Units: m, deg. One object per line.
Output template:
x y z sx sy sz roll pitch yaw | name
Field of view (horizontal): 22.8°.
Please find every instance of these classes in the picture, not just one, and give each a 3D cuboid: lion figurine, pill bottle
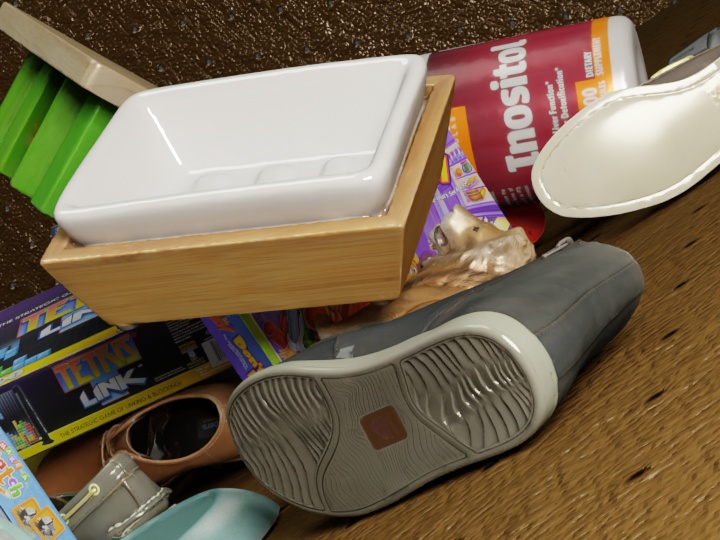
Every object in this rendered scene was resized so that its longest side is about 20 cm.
0.032 0.041 0.932 0.122 0.073 0.200 -20 23 16 | lion figurine
0.093 -0.097 1.195 0.199 0.114 0.113 -10 10 14 | pill bottle

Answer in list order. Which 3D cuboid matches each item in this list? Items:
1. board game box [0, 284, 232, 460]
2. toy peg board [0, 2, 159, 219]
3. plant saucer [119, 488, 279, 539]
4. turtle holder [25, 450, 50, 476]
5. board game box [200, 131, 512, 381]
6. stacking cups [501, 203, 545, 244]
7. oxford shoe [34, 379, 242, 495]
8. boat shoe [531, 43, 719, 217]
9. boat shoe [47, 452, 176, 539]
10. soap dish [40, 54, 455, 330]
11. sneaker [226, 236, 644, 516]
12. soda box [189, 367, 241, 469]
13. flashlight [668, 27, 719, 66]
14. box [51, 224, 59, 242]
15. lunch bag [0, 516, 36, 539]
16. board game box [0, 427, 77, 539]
-0.165 0.044 1.188 0.199 0.057 0.165 -24 20 1 | board game box
-0.146 -0.070 1.165 0.098 0.199 0.200 -60 32 3 | toy peg board
-0.131 0.170 0.927 0.200 0.027 0.200 -34 4 3 | plant saucer
-0.240 0.147 1.306 0.141 0.132 0.185 -29 6 44 | turtle holder
0.000 0.000 1.086 0.200 0.135 0.045 -37 6 -32 | board game box
0.071 -0.025 1.319 0.060 0.061 0.200 -36 5 -26 | stacking cups
-0.147 0.112 1.155 0.199 0.072 0.071 -24 -16 30 | oxford shoe
0.194 -0.090 1.063 0.199 0.072 0.060 -30 -1 6 | boat shoe
-0.187 0.169 1.139 0.201 0.060 0.072 -30 5 45 | boat shoe
-0.053 -0.042 0.962 0.199 0.082 0.158 -5 32 17 | soap dish
0.033 0.049 0.794 0.199 0.075 0.106 -17 10 44 | sneaker
-0.141 0.075 1.297 0.068 0.064 0.200 -61 24 0 | soda box
0.293 -0.170 1.186 0.200 0.068 0.068 -30 7 43 | flashlight
-0.120 -0.030 1.295 0.199 0.070 0.064 -22 30 1 | box
-0.285 0.214 1.015 0.199 0.122 0.170 -19 12 45 | lunch bag
-0.262 0.138 1.104 0.151 0.201 0.037 -30 6 44 | board game box
